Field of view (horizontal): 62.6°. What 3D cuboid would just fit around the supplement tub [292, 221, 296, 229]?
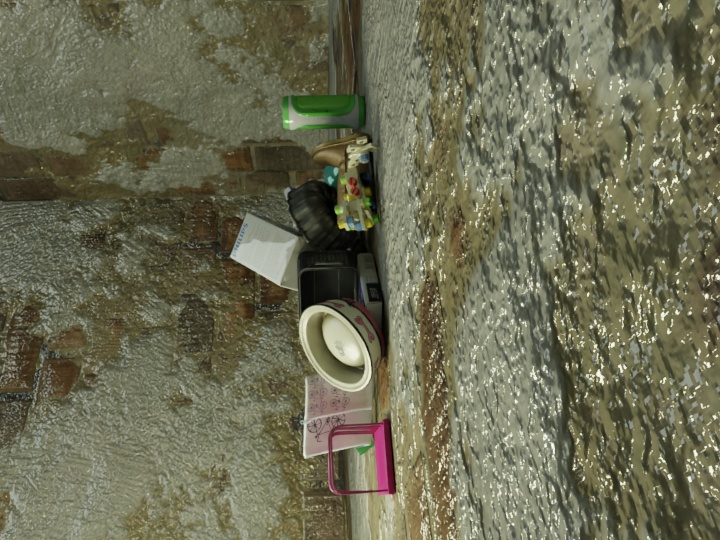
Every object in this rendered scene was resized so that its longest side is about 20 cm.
[{"bbox_3d":[-0.126,-0.092,1.641,0.132,0.131,0.202,132,145,-83],"label":"supplement tub"}]

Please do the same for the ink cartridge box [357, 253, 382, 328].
[{"bbox_3d":[0.017,0.098,1.327,0.198,0.046,0.202,-102,9,-57],"label":"ink cartridge box"}]

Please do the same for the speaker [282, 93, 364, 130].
[{"bbox_3d":[-0.091,-0.388,1.452,0.088,0.198,0.089,178,90,-85],"label":"speaker"}]

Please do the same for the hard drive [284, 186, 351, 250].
[{"bbox_3d":[-0.099,-0.125,1.483,0.199,0.025,0.133,19,-137,-52],"label":"hard drive"}]

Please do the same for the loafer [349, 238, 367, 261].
[{"bbox_3d":[0.000,0.000,1.480,0.072,0.062,0.201,-57,-14,-36],"label":"loafer"}]

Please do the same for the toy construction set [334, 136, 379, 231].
[{"bbox_3d":[-0.007,-0.167,1.209,0.131,0.091,0.202,32,-120,-69],"label":"toy construction set"}]

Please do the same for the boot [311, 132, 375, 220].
[{"bbox_3d":[-0.044,-0.195,1.340,0.174,0.066,0.202,-11,76,42],"label":"boot"}]

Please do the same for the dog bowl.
[{"bbox_3d":[-0.033,0.146,1.227,0.074,0.199,0.202,-33,-45,-42],"label":"dog bowl"}]

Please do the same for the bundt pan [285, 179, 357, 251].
[{"bbox_3d":[-0.080,-0.132,1.407,0.202,0.076,0.203,40,-151,-28],"label":"bundt pan"}]

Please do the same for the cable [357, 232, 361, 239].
[{"bbox_3d":[-0.031,-0.023,1.677,0.201,0.068,0.202,-99,9,-57],"label":"cable"}]

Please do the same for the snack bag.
[{"bbox_3d":[-0.048,0.324,1.350,0.021,0.187,0.202,18,107,57],"label":"snack bag"}]

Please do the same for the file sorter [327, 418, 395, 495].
[{"bbox_3d":[-0.006,0.397,1.235,0.200,0.124,0.140,101,167,-69],"label":"file sorter"}]

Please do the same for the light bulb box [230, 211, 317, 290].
[{"bbox_3d":[-0.175,-0.037,1.462,0.199,0.198,0.126,25,94,38],"label":"light bulb box"}]

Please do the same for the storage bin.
[{"bbox_3d":[-0.075,0.063,1.344,0.094,0.134,0.202,-103,12,-64],"label":"storage bin"}]

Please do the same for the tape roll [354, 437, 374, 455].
[{"bbox_3d":[-0.038,0.369,1.498,0.201,0.048,0.201,54,170,15],"label":"tape roll"}]

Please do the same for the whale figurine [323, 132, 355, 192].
[{"bbox_3d":[-0.039,-0.255,1.473,0.200,0.103,0.161,102,166,-67],"label":"whale figurine"}]
